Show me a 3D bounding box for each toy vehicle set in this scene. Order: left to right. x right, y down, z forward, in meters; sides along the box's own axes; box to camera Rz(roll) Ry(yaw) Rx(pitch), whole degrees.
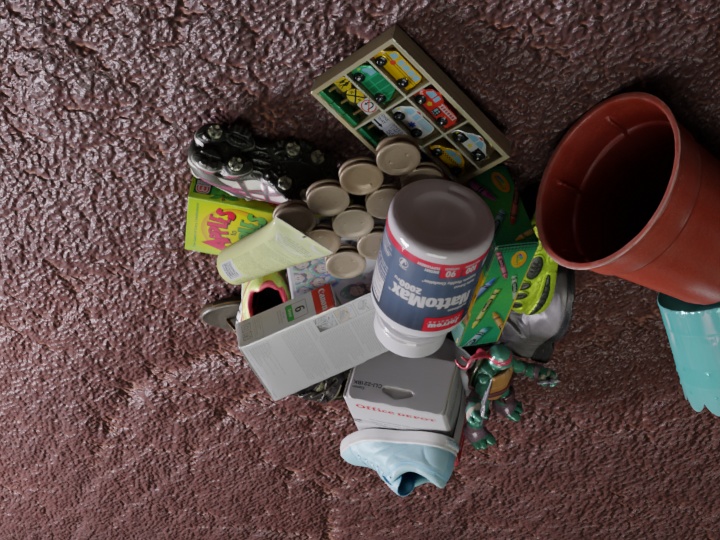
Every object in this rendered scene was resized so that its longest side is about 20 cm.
[{"bbox_3d":[0.057,-0.169,1.308,0.124,0.027,0.200,-28,124,36],"label":"toy vehicle set"}]

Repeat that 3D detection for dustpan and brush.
[{"bbox_3d":[0.086,0.108,1.645,0.139,0.058,0.200,-3,148,31],"label":"dustpan and brush"}]

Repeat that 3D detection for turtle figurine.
[{"bbox_3d":[0.189,0.156,1.581,0.149,0.101,0.201,-22,150,-16],"label":"turtle figurine"}]

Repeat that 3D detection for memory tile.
[{"bbox_3d":[0.011,-0.070,1.357,0.199,0.017,0.153,-29,134,25],"label":"memory tile"}]

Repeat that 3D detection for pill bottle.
[{"bbox_3d":[0.075,0.005,1.347,0.119,0.120,0.201,9,138,-3],"label":"pill bottle"}]

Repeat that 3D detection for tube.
[{"bbox_3d":[-0.107,-0.023,1.378,0.058,0.052,0.200,-13,177,-30],"label":"tube"}]

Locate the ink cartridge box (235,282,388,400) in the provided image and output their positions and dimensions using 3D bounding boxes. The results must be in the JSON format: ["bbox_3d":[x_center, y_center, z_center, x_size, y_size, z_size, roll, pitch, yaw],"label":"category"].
[{"bbox_3d":[-0.045,0.078,1.487,0.199,0.051,0.109,-24,130,5],"label":"ink cartridge box"}]

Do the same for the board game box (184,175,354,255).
[{"bbox_3d":[-0.115,-0.057,1.469,0.198,0.048,0.102,10,141,-4],"label":"board game box"}]

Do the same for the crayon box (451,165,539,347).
[{"bbox_3d":[0.145,-0.014,1.416,0.058,0.119,0.201,-7,144,-16],"label":"crayon box"}]

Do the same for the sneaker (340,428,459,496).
[{"bbox_3d":[0.042,0.268,1.626,0.199,0.082,0.074,-10,144,43],"label":"sneaker"}]

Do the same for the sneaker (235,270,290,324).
[{"bbox_3d":[-0.125,0.069,1.549,0.078,0.091,0.201,-10,125,-7],"label":"sneaker"}]

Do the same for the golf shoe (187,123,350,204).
[{"bbox_3d":[-0.107,-0.115,1.394,0.199,0.078,0.088,20,159,-11],"label":"golf shoe"}]

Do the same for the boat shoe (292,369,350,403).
[{"bbox_3d":[-0.051,0.148,1.626,0.073,0.065,0.200,-52,155,20],"label":"boat shoe"}]

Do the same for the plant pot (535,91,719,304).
[{"bbox_3d":[0.331,-0.062,1.292,0.194,0.202,0.200,24,139,-31],"label":"plant pot"}]

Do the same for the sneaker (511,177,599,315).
[{"bbox_3d":[0.220,-0.042,1.415,0.074,0.084,0.201,14,122,-14],"label":"sneaker"}]

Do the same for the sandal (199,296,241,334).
[{"bbox_3d":[-0.130,0.093,1.649,0.199,0.055,0.082,27,137,-23],"label":"sandal"}]

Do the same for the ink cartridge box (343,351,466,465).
[{"bbox_3d":[0.068,0.191,1.649,0.143,0.084,0.200,9,154,15],"label":"ink cartridge box"}]

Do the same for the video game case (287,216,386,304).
[{"bbox_3d":[0.000,0.000,1.471,0.181,0.024,0.201,-6,143,-1],"label":"video game case"}]

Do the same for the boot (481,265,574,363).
[{"bbox_3d":[0.201,0.055,1.540,0.131,0.070,0.201,11,141,-1],"label":"boot"}]

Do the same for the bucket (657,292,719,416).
[{"bbox_3d":[0.458,0.064,1.394,0.206,0.207,0.136,-18,105,27],"label":"bucket"}]
